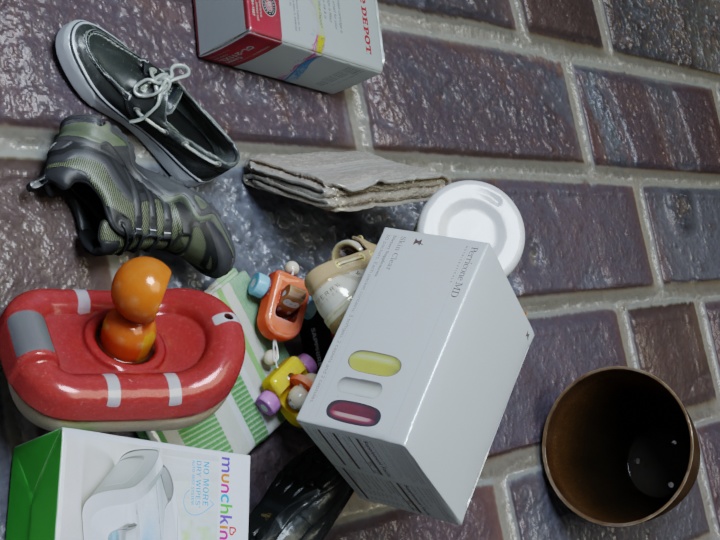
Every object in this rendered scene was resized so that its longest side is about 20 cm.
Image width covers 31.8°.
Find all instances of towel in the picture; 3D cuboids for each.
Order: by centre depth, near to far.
[{"bbox_3d":[-0.137,0.102,1.161,0.200,0.023,0.154,-40,108,-50],"label":"towel"},{"bbox_3d":[-0.012,-0.096,1.295,0.199,0.132,0.035,-11,115,-51],"label":"towel"}]

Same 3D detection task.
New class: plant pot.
[{"bbox_3d":[0.348,0.229,1.577,0.199,0.185,0.190,26,57,-58],"label":"plant pot"}]

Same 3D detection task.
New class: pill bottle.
[{"bbox_3d":[0.105,-0.017,1.346,0.109,0.200,0.113,1,78,-3],"label":"pill bottle"}]

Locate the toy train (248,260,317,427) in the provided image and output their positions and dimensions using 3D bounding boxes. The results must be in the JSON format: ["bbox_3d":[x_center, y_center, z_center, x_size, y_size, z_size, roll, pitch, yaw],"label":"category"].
[{"bbox_3d":[-0.024,0.083,1.210,0.199,0.055,0.152,29,64,-23],"label":"toy train"}]

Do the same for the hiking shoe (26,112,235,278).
[{"bbox_3d":[-0.201,-0.041,1.110,0.199,0.075,0.101,39,58,-22],"label":"hiking shoe"}]

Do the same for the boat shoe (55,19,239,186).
[{"bbox_3d":[-0.190,-0.156,1.155,0.200,0.068,0.074,50,45,-25],"label":"boat shoe"}]

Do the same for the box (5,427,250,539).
[{"bbox_3d":[-0.183,0.240,0.990,0.175,0.096,0.203,16,65,-36],"label":"box"}]

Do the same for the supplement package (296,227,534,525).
[{"bbox_3d":[0.055,0.092,1.120,0.202,0.110,0.156,-65,146,-25],"label":"supplement package"}]

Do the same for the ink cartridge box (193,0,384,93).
[{"bbox_3d":[-0.075,-0.280,1.319,0.199,0.082,0.148,8,70,-47],"label":"ink cartridge box"}]

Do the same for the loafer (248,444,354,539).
[{"bbox_3d":[-0.061,0.232,1.152,0.201,0.068,0.071,-45,128,-28],"label":"loafer"}]

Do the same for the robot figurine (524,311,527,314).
[{"bbox_3d":[0.117,0.105,1.333,0.058,0.200,0.146,25,68,5],"label":"robot figurine"}]

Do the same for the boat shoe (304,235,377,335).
[{"bbox_3d":[0.000,0.000,1.222,0.069,0.074,0.200,50,19,2],"label":"boat shoe"}]

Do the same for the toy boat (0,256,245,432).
[{"bbox_3d":[-0.181,0.046,1.005,0.198,0.132,0.131,2,41,-35],"label":"toy boat"}]

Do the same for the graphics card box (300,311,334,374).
[{"bbox_3d":[0.005,0.110,1.299,0.125,0.050,0.203,-3,80,-48],"label":"graphics card box"}]
